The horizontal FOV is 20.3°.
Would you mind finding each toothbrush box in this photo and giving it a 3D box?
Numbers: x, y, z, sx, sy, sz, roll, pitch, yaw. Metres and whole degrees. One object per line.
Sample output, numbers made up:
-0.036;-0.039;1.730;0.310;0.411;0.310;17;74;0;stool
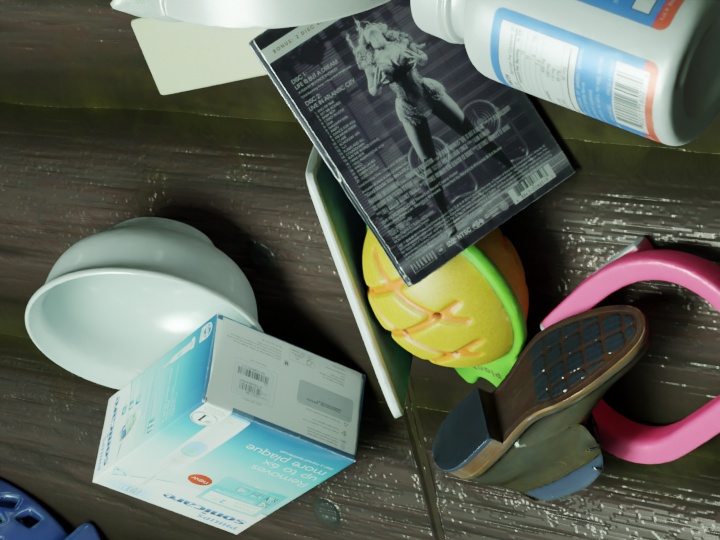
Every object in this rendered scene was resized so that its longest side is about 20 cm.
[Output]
-0.111;0.132;1.672;0.146;0.085;0.200;24;145;-25;toothbrush box

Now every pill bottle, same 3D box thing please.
0.136;-0.162;1.283;0.200;0.112;0.112;25;131;28;pill bottle

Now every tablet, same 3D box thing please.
0.000;0.000;1.511;0.014;0.130;0.200;-17;108;11;tablet

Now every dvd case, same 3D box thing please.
0.037;-0.112;1.384;0.200;0.149;0.016;57;163;-5;dvd case

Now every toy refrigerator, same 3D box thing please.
-0.069;-0.181;1.479;0.200;0.076;0.070;-6;112;43;toy refrigerator

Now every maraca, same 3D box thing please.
0.069;0.024;1.477;0.137;0.107;0.200;24;152;41;maraca

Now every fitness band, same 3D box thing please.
0.208;0.060;1.424;0.144;0.037;0.200;49;139;4;fitness band

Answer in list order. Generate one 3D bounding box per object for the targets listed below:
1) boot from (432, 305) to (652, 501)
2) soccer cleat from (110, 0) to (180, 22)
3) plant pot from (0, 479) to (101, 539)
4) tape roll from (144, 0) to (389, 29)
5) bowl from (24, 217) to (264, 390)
0.153;0.098;1.442;0.097;0.075;0.200;30;130;-32;boot
-0.173;-0.248;1.468;0.200;0.086;0.070;55;138;46;soccer cleat
-0.355;0.351;2.006;0.180;0.200;0.200;12;124;29;plant pot
-0.057;-0.260;1.322;0.202;0.203;0.139;16;128;33;tape roll
-0.172;0.019;1.664;0.201;0.091;0.201;4;148;2;bowl
